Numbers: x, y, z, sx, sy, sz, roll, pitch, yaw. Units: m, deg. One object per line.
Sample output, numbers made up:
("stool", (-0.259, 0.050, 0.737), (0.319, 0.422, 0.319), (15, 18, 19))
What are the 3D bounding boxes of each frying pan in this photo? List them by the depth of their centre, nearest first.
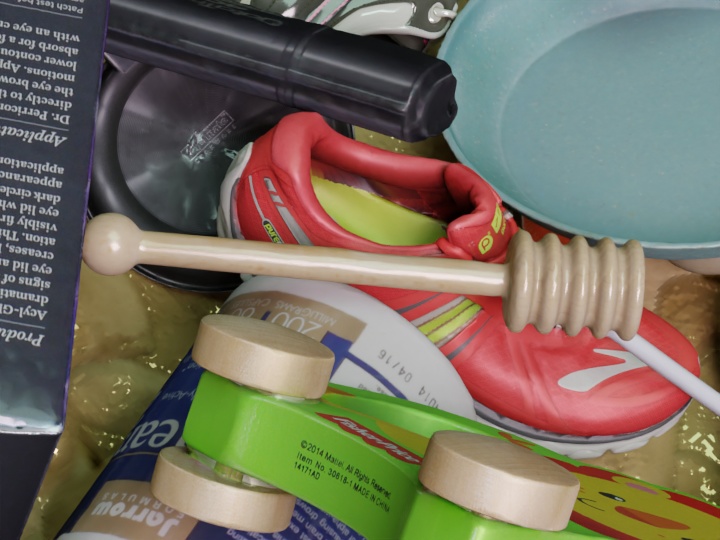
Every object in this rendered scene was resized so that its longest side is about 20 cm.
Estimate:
("frying pan", (-0.072, -0.084, 1.089), (0.115, 0.031, 0.190), (-21, 83, -3))

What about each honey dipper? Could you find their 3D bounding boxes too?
("honey dipper", (0.000, 0.000, 0.967), (0.200, 0.038, 0.038), (4, 61, -3))

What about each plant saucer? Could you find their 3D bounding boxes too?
("plant saucer", (0.130, -0.067, 1.093), (0.200, 0.036, 0.200), (-4, 44, 4))

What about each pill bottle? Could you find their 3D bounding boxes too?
("pill bottle", (-0.049, 0.105, 0.975), (0.111, 0.111, 0.200), (33, 58, 3))

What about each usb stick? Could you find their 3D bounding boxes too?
("usb stick", (-0.059, -0.089, 1.046), (0.200, 0.033, 0.055), (17, 18, 13))

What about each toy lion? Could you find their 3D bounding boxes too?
("toy lion", (0.060, 0.081, 0.875), (0.192, 0.200, 0.069), (12, 99, -40))

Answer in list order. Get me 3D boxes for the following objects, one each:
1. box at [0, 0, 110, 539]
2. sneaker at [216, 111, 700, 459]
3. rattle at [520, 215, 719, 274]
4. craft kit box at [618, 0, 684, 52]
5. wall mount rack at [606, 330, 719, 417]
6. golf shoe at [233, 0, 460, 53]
("box", (-0.160, -0.005, 0.983), (0.104, 0.148, 0.200), (9, 61, -12))
("sneaker", (0.042, 0.004, 1.020), (0.200, 0.085, 0.077), (24, 52, -6))
("rattle", (0.180, -0.013, 1.157), (0.200, 0.143, 0.130), (-24, 56, 3))
("craft kit box", (0.192, -0.171, 1.236), (0.200, 0.049, 0.198), (-1, 60, -17))
("wall mount rack", (0.142, 0.096, 0.981), (0.174, 0.075, 0.200), (15, 61, 13))
("golf shoe", (0.023, -0.135, 1.156), (0.200, 0.077, 0.088), (-29, 81, -18))
